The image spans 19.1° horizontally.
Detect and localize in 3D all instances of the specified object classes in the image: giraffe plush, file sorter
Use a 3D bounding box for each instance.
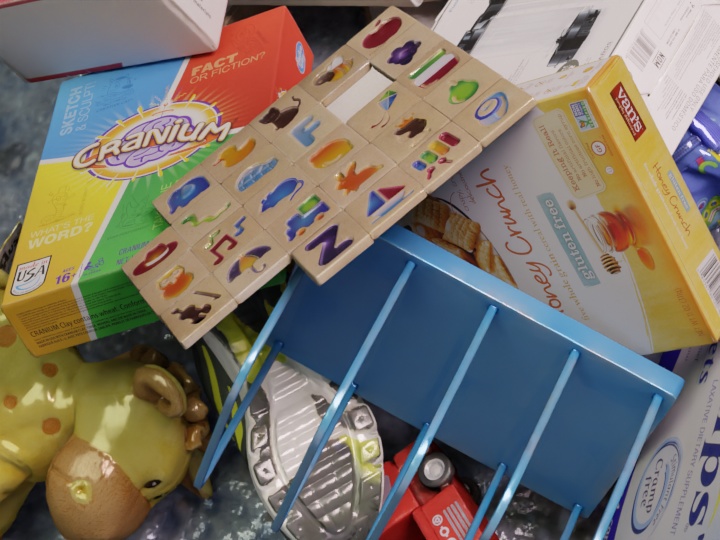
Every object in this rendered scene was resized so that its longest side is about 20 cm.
[{"bbox_3d":[-0.166,0.093,1.225,0.161,0.172,0.202,21,92,16],"label":"giraffe plush"},{"bbox_3d":[0.032,0.084,1.071,0.199,0.139,0.123,28,55,3],"label":"file sorter"}]

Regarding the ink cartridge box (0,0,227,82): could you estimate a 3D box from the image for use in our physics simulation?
[{"bbox_3d":[-0.144,-0.224,1.259,0.144,0.083,0.202,-7,60,31],"label":"ink cartridge box"}]

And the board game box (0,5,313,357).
[{"bbox_3d":[-0.108,-0.052,1.183,0.152,0.040,0.201,-17,38,17],"label":"board game box"}]

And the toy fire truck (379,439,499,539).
[{"bbox_3d":[0.033,0.204,1.153,0.141,0.049,0.201,-36,57,6],"label":"toy fire truck"}]

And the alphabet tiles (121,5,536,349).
[{"bbox_3d":[-0.026,-0.045,1.055,0.200,0.008,0.167,-40,32,-4],"label":"alphabet tiles"}]

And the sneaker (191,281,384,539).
[{"bbox_3d":[-0.044,0.074,1.197,0.074,0.085,0.201,-19,72,-13],"label":"sneaker"}]

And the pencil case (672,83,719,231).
[{"bbox_3d":[0.137,-0.013,1.156,0.078,0.087,0.200,41,114,6],"label":"pencil case"}]

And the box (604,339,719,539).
[{"bbox_3d":[0.215,0.078,1.045,0.104,0.200,0.185,23,73,-9],"label":"box"}]

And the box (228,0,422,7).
[{"bbox_3d":[-0.046,-0.218,1.298,0.199,0.078,0.096,4,65,36],"label":"box"}]

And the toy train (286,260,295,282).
[{"bbox_3d":[0.000,0.000,1.208,0.199,0.084,0.117,26,117,44],"label":"toy train"}]

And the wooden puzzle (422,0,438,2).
[{"bbox_3d":[0.122,-0.238,1.289,0.184,0.037,0.201,-1,49,43],"label":"wooden puzzle"}]

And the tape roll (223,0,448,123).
[{"bbox_3d":[-0.038,-0.135,1.345,0.201,0.037,0.205,-8,65,17],"label":"tape roll"}]

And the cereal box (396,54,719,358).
[{"bbox_3d":[0.077,-0.017,1.075,0.199,0.145,0.040,-14,23,44],"label":"cereal box"}]

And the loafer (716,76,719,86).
[{"bbox_3d":[0.173,-0.118,1.236,0.070,0.070,0.200,-38,59,0],"label":"loafer"}]

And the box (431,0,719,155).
[{"bbox_3d":[0.105,-0.111,1.141,0.199,0.060,0.117,1,55,58],"label":"box"}]
